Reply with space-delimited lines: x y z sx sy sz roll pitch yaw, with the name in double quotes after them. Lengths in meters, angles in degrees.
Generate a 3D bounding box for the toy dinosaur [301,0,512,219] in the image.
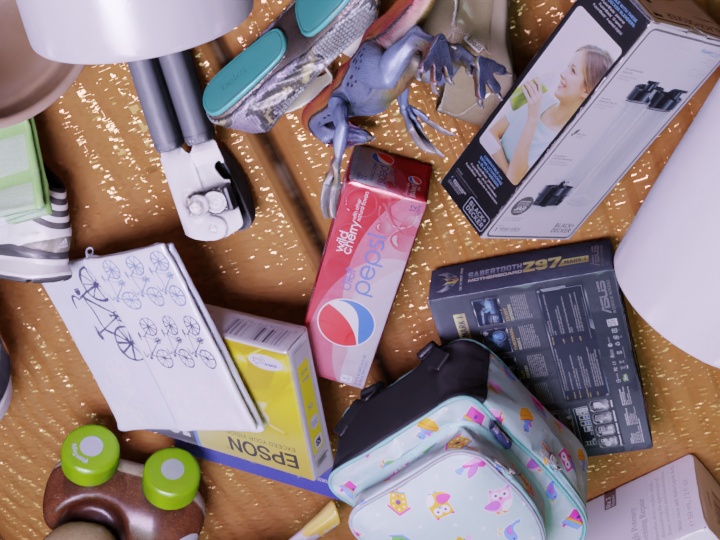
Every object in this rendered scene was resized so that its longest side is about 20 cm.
0.019 -0.140 0.829 0.181 0.105 0.201 9 103 49 "toy dinosaur"

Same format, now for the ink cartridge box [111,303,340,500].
-0.121 0.121 1.033 0.197 0.047 0.201 10 125 29 "ink cartridge box"

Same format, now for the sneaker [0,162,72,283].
-0.330 -0.059 0.985 0.200 0.076 0.116 8 97 19 "sneaker"

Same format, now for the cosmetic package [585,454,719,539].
0.246 0.264 1.074 0.200 0.102 0.074 -31 113 24 "cosmetic package"

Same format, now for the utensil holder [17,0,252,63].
-0.162 -0.257 0.745 0.169 0.170 0.201 -2 122 10 "utensil holder"

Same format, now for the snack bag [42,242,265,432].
-0.191 0.065 0.998 0.200 0.021 0.189 -5 117 40 "snack bag"

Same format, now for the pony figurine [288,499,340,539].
-0.101 0.327 1.143 0.199 0.167 0.193 -19 136 -8 "pony figurine"

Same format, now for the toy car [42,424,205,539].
-0.244 0.279 1.080 0.157 0.200 0.165 16 139 -1 "toy car"

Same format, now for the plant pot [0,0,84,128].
-0.296 -0.208 0.830 0.093 0.201 0.201 24 136 44 "plant pot"

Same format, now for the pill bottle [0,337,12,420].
-0.371 0.076 0.997 0.116 0.117 0.200 11 156 1 "pill bottle"

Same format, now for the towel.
-0.352 -0.095 0.934 0.199 0.031 0.150 -13 91 20 "towel"

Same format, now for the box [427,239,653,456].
0.158 0.078 0.995 0.157 0.051 0.200 -11 121 15 "box"

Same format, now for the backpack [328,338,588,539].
0.093 0.181 0.959 0.176 0.154 0.200 -38 118 26 "backpack"

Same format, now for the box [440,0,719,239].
0.162 -0.113 0.831 0.116 0.060 0.200 -2 139 -44 "box"

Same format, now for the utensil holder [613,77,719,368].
0.297 -0.049 0.825 0.169 0.170 0.200 22 126 -6 "utensil holder"

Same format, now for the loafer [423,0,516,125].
0.073 -0.188 0.820 0.067 0.076 0.201 -8 121 7 "loafer"

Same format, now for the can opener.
-0.141 -0.117 0.915 0.052 0.067 0.201 -12 112 15 "can opener"

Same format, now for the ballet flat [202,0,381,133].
-0.034 -0.172 0.863 0.072 0.072 0.200 42 120 -18 "ballet flat"

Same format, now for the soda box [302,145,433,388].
0.000 0.000 0.962 0.070 0.063 0.200 16 124 -2 "soda box"
